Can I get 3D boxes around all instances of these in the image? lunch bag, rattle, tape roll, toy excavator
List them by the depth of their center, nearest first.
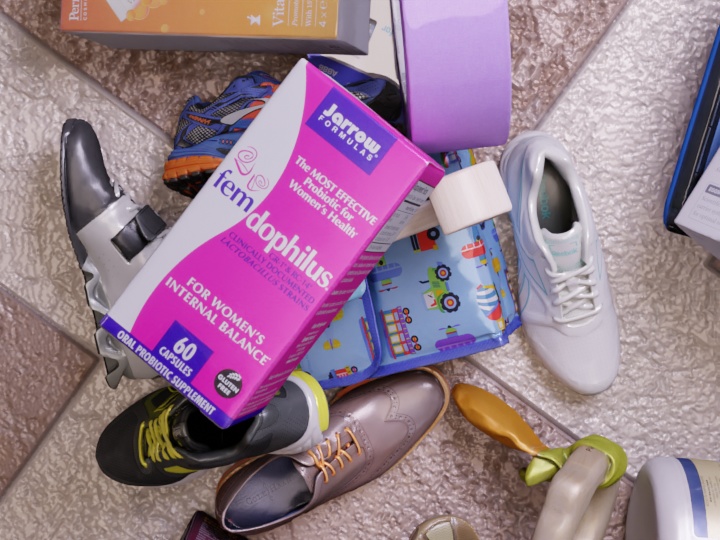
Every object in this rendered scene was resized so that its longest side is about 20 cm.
[{"bbox_3d":[0.054,-0.179,0.971,0.065,0.200,0.202,-6,95,-1],"label":"tape roll"},{"bbox_3d":[-0.018,-0.015,1.010,0.199,0.194,0.100,-22,89,-20],"label":"toy excavator"},{"bbox_3d":[0.000,0.000,1.094,0.199,0.094,0.152,-16,93,15],"label":"lunch bag"},{"bbox_3d":[0.115,0.206,1.113,0.142,0.130,0.201,13,121,9],"label":"rattle"}]

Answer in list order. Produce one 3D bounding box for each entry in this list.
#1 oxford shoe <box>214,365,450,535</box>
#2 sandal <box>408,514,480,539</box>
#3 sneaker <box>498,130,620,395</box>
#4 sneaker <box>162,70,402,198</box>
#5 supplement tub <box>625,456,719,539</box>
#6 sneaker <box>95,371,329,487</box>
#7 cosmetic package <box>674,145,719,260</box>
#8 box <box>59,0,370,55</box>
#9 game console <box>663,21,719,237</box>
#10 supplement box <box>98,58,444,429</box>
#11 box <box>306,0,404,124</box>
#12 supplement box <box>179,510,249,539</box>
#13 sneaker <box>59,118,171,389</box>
[{"bbox_3d":[-0.018,0.139,1.102,0.199,0.073,0.072,-34,94,2],"label":"oxford shoe"},{"bbox_3d":[0.050,0.273,1.122,0.080,0.054,0.202,2,103,-20],"label":"sandal"},{"bbox_3d":[0.145,-0.001,1.088,0.070,0.080,0.202,-16,97,-1],"label":"sneaker"},{"bbox_3d":[-0.061,-0.108,1.048,0.199,0.075,0.079,-11,72,31],"label":"sneaker"},{"bbox_3d":[0.300,0.212,1.075,0.198,0.144,0.146,4,95,-1],"label":"supplement tub"},{"bbox_3d":[-0.122,0.109,1.065,0.199,0.084,0.075,-19,77,29],"label":"sneaker"},{"bbox_3d":[0.356,-0.057,1.016,0.199,0.123,0.201,32,90,-35],"label":"cosmetic package"},{"bbox_3d":[-0.097,-0.218,1.035,0.198,0.097,0.125,3,92,12],"label":"box"},{"bbox_3d":[0.313,-0.105,1.064,0.118,0.170,0.201,18,95,25],"label":"game console"},{"bbox_3d":[-0.050,-0.015,0.906,0.101,0.103,0.200,38,94,7],"label":"supplement box"},{"bbox_3d":[0.037,-0.211,1.088,0.118,0.041,0.201,23,97,-2],"label":"box"},{"bbox_3d":[-0.098,0.255,1.048,0.110,0.200,0.086,30,95,-3],"label":"supplement box"},{"bbox_3d":[-0.164,-0.019,1.090,0.088,0.074,0.201,-13,105,1],"label":"sneaker"}]
